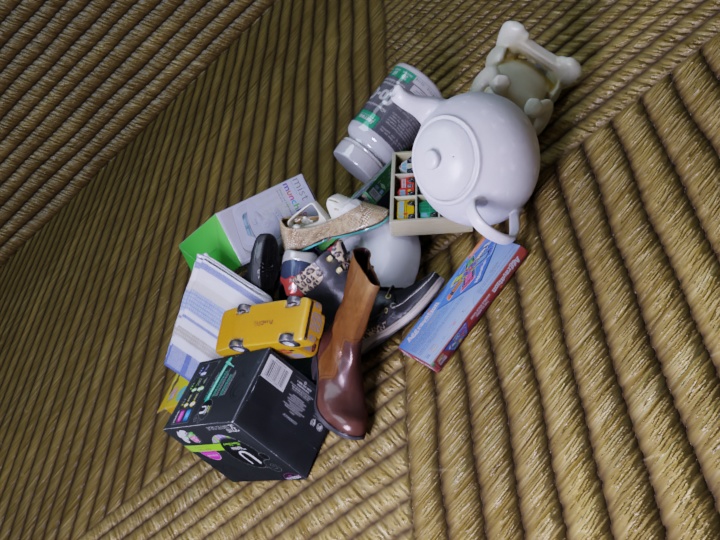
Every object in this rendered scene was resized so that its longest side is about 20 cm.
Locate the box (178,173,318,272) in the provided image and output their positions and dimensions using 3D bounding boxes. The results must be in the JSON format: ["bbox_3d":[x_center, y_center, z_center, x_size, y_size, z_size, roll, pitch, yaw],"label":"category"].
[{"bbox_3d":[-0.179,-0.058,1.922,0.175,0.098,0.199,-29,0,-29],"label":"box"}]

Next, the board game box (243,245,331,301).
[{"bbox_3d":[-0.147,0.023,2.044,0.199,0.057,0.167,-9,46,56],"label":"board game box"}]

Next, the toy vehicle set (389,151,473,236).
[{"bbox_3d":[0.108,-0.122,1.772,0.122,0.027,0.201,-4,36,5],"label":"toy vehicle set"}]

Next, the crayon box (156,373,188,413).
[{"bbox_3d":[-0.256,0.187,1.990,0.199,0.051,0.128,-22,35,45],"label":"crayon box"}]

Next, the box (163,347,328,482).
[{"bbox_3d":[-0.158,0.210,1.662,0.199,0.148,0.125,-16,40,51],"label":"box"}]

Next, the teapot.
[{"bbox_3d":[0.142,-0.148,1.595,0.198,0.145,0.201,11,103,41],"label":"teapot"}]

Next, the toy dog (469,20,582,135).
[{"bbox_3d":[0.206,-0.238,1.732,0.202,0.139,0.194,-60,13,-26],"label":"toy dog"}]

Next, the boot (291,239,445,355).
[{"bbox_3d":[0.007,0.023,1.646,0.199,0.151,0.073,-37,1,28],"label":"boot"}]

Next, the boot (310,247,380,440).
[{"bbox_3d":[-0.002,0.099,1.550,0.189,0.067,0.202,-101,28,-56],"label":"boot"}]

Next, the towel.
[{"bbox_3d":[-0.219,0.092,1.774,0.024,0.146,0.202,-22,-42,-60],"label":"towel"}]

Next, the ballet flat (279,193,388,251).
[{"bbox_3d":[-0.048,-0.078,1.764,0.198,0.066,0.071,-18,15,32],"label":"ballet flat"}]

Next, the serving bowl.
[{"bbox_3d":[0.000,0.000,1.760,0.199,0.065,0.202,-33,40,33],"label":"serving bowl"}]

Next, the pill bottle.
[{"bbox_3d":[0.049,-0.256,2.054,0.201,0.113,0.113,-52,24,-8],"label":"pill bottle"}]

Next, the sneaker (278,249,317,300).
[{"bbox_3d":[-0.099,0.036,1.851,0.200,0.074,0.086,77,-160,-72],"label":"sneaker"}]

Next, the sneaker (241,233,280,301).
[{"bbox_3d":[-0.180,0.044,1.788,0.103,0.060,0.204,3,95,30],"label":"sneaker"}]

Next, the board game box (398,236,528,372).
[{"bbox_3d":[0.137,0.042,1.569,0.201,0.019,0.103,-52,25,-7],"label":"board game box"}]

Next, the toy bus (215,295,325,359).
[{"bbox_3d":[-0.122,0.087,1.631,0.198,0.078,0.066,-10,61,43],"label":"toy bus"}]

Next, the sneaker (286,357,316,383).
[{"bbox_3d":[-0.122,0.133,1.806,0.199,0.079,0.132,-31,30,33],"label":"sneaker"}]

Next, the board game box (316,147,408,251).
[{"bbox_3d":[0.007,-0.117,1.884,0.134,0.029,0.200,-41,6,33],"label":"board game box"}]

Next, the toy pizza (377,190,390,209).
[{"bbox_3d":[0.058,-0.080,1.875,0.199,0.032,0.201,-38,26,22],"label":"toy pizza"}]
